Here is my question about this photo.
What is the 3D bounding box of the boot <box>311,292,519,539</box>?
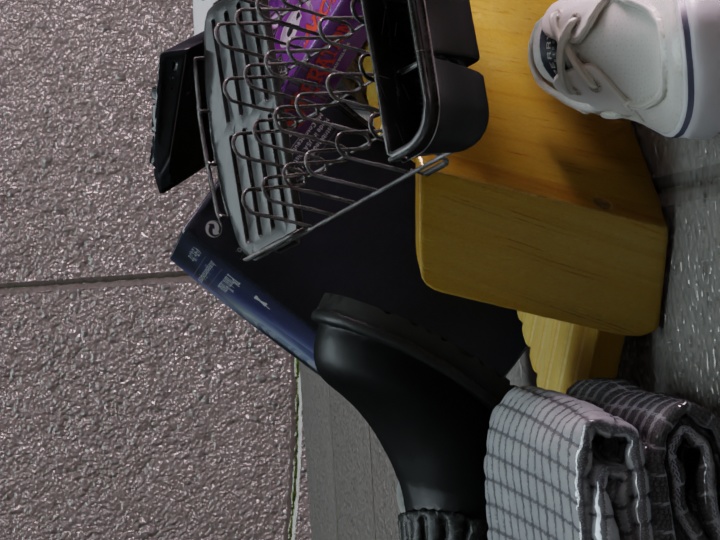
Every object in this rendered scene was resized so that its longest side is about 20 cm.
[{"bbox_3d":[0.029,0.125,1.218,0.158,0.211,0.079,-55,16,-13],"label":"boot"}]

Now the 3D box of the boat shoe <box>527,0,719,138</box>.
[{"bbox_3d":[0.111,-0.095,1.093,0.200,0.069,0.071,-130,37,-80],"label":"boat shoe"}]

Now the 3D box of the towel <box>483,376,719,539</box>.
[{"bbox_3d":[0.120,0.152,1.119,0.166,0.085,0.201,-168,72,-78],"label":"towel"}]

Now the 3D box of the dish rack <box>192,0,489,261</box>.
[{"bbox_3d":[-0.023,-0.095,1.141,0.200,0.054,0.154,-27,65,47],"label":"dish rack"}]

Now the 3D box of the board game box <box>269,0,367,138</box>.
[{"bbox_3d":[0.003,-0.175,1.208,0.200,0.032,0.120,-55,32,31],"label":"board game box"}]

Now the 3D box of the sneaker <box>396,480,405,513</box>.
[{"bbox_3d":[0.110,0.175,1.372,0.114,0.073,0.201,43,-176,-40],"label":"sneaker"}]

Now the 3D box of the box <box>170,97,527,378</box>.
[{"bbox_3d":[0.000,0.000,1.480,0.124,0.198,0.200,-54,2,-7],"label":"box"}]

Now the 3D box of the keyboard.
[{"bbox_3d":[-0.076,-0.118,1.319,0.200,0.020,0.128,-50,-29,-74],"label":"keyboard"}]

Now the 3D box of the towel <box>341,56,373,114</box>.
[{"bbox_3d":[0.040,-0.108,1.468,0.200,0.034,0.133,43,-156,-36],"label":"towel"}]

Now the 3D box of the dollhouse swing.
[{"bbox_3d":[0.056,-0.026,1.267,0.201,0.181,0.176,-102,31,-50],"label":"dollhouse swing"}]

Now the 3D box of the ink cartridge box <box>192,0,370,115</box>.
[{"bbox_3d":[-0.008,-0.177,1.558,0.087,0.199,0.146,-8,83,39],"label":"ink cartridge box"}]
